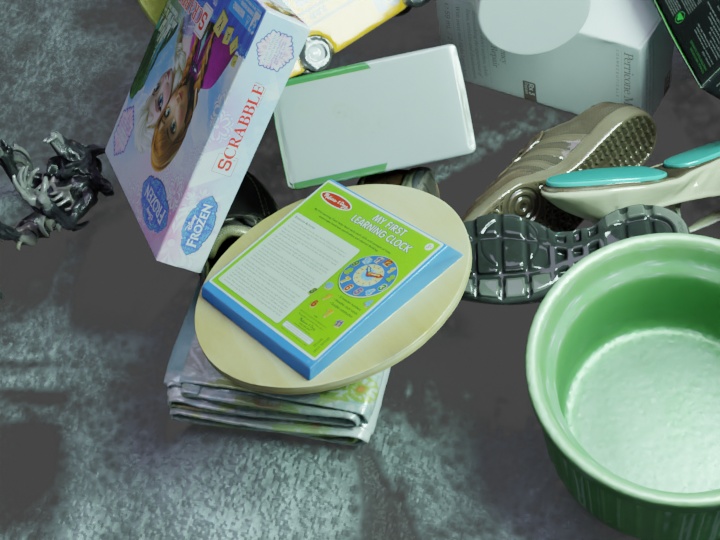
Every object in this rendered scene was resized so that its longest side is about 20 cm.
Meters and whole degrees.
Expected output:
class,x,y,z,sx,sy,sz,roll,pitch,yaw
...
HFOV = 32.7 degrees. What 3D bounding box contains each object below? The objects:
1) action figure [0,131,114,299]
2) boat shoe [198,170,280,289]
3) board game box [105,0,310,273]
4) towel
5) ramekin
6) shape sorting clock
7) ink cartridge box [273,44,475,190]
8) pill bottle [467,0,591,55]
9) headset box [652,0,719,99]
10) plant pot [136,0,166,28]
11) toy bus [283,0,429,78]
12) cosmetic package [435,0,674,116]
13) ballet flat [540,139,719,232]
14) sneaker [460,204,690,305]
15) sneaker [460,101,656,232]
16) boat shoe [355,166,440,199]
class,x,y,z,sx,sy,sz,roll,pitch,yaw
action figure,-0.293,-0.064,1.066,0.118,0.103,0.200,21,59,40
boat shoe,-0.089,-0.012,0.941,0.072,0.065,0.202,-14,50,-1
board game box,-0.127,-0.134,0.951,0.041,0.202,0.200,16,20,-30
towel,-0.051,0.039,0.968,0.168,0.049,0.202,6,53,13
ramekin,0.212,0.085,0.832,0.196,0.098,0.203,-5,55,7
shape sorting clock,-0.019,0.009,0.839,0.197,0.040,0.202,-15,41,14
ink cartridge box,0.010,-0.126,0.991,0.144,0.085,0.200,-12,8,2
pill bottle,0.130,-0.277,1.005,0.118,0.121,0.202,-7,50,6
headset box,0.337,-0.195,0.983,0.093,0.198,0.176,-45,40,33
plant pot,-0.130,-0.350,1.220,0.182,0.202,0.200,-26,50,-26
toy bus,-0.026,-0.225,1.057,0.199,0.079,0.065,-34,12,-11
cosmetic package,0.170,-0.203,1.080,0.198,0.102,0.074,22,59,28
ballet flat,0.238,-0.058,0.964,0.197,0.070,0.070,-13,49,-11
sneaker,0.150,0.003,0.933,0.196,0.080,0.077,-3,62,10
sneaker,0.151,-0.070,1.012,0.198,0.071,0.075,-33,28,-13
boat shoe,0.000,0.000,0.920,0.071,0.076,0.201,8,46,21
